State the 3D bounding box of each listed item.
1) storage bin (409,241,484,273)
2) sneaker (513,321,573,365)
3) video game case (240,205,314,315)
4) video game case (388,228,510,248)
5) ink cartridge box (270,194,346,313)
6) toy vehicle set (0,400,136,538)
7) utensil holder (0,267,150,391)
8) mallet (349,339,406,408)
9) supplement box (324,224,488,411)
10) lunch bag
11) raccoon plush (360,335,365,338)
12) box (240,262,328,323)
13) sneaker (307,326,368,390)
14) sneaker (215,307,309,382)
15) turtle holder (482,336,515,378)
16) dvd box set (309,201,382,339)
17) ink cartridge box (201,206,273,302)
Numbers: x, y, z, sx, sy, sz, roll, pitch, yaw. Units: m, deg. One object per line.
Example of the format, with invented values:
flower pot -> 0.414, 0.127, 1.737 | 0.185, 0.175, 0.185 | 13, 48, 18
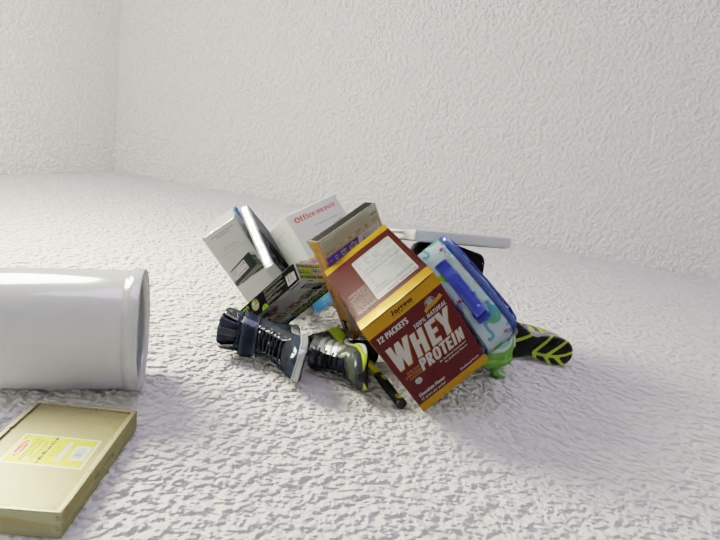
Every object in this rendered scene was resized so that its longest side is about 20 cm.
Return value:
storage bin -> 0.166, 0.051, 1.175 | 0.133, 0.204, 0.093 | 1, 13, -27
sneaker -> 0.344, 0.148, 1.195 | 0.196, 0.077, 0.076 | 20, 6, 5
video game case -> -0.175, -0.019, 1.192 | 0.023, 0.201, 0.183 | -31, 53, 1
video game case -> 0.156, -0.062, 1.083 | 0.196, 0.024, 0.181 | 3, 4, -19
ink cartridge box -> -0.073, -0.038, 1.179 | 0.143, 0.202, 0.084 | -30, -4, -37
toy vehicle set -> -0.335, 0.202, 0.603 | 0.121, 0.027, 0.200 | 8, 13, -4
utensil holder -> -0.401, 0.080, 0.774 | 0.196, 0.174, 0.170 | 2, 14, -16
mallet -> 0.036, 0.174, 0.956 | 0.065, 0.042, 0.199 | 3, 19, -31
supplement box -> 0.069, 0.071, 0.905 | 0.132, 0.198, 0.200 | -37, 30, -1
lunch bag -> 0.178, 0.044, 0.950 | 0.201, 0.082, 0.161 | 52, 1, 19
raccoon plush -> 0.064, 0.091, 1.174 | 0.196, 0.099, 0.133 | 8, 8, 26
box -> -0.138, 0.054, 1.031 | 0.109, 0.199, 0.035 | 2, 57, -50
sneaker -> -0.044, 0.151, 0.940 | 0.079, 0.076, 0.199 | -5, 10, -24
sneaker -> -0.163, 0.119, 0.920 | 0.144, 0.078, 0.202 | 17, 0, -17
turtle holder -> 0.207, 0.116, 1.082 | 0.182, 0.135, 0.141 | 12, 14, 14
dvd box set -> 0.000, 0.000, 1.011 | 0.146, 0.203, 0.029 | -37, 30, -31
ink cartridge box -> -0.249, -0.024, 1.225 | 0.083, 0.202, 0.145 | -32, 19, -1
